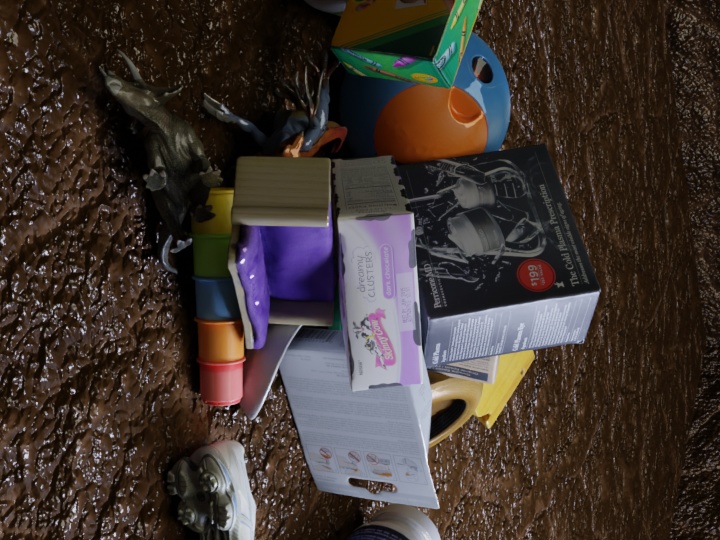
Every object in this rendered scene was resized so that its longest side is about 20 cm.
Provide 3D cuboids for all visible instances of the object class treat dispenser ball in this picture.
[{"bbox_3d":[0.074,-0.190,1.210,0.200,0.199,0.204,-3,94,-62],"label":"treat dispenser ball"}]

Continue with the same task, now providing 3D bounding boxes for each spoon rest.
[{"bbox_3d":[-0.076,0.053,1.046,0.099,0.060,0.202,133,-27,-72],"label":"spoon rest"}]

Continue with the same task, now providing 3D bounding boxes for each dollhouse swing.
[{"bbox_3d":[0.113,0.061,1.369,0.182,0.175,0.201,-51,137,-28],"label":"dollhouse swing"}]

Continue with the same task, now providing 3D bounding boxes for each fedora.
[{"bbox_3d":[0.048,0.160,1.245,0.200,0.200,0.082,33,25,-58],"label":"fedora"}]

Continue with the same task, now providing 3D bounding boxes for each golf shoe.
[{"bbox_3d":[-0.120,0.258,0.988,0.097,0.077,0.203,-30,118,-65],"label":"golf shoe"}]

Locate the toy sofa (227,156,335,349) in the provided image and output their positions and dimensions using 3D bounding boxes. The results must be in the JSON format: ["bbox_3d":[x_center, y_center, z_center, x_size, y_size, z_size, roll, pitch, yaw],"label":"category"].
[{"bbox_3d":[-0.064,-0.007,0.920,0.201,0.082,0.099,91,1,-62],"label":"toy sofa"}]

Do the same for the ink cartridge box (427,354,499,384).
[{"bbox_3d":[0.092,0.017,1.204,0.075,0.163,0.202,85,18,-55],"label":"ink cartridge box"}]

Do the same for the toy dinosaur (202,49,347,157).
[{"bbox_3d":[-0.053,-0.134,1.028,0.200,0.104,0.183,42,38,-38],"label":"toy dinosaur"}]

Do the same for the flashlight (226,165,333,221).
[{"bbox_3d":[-0.058,-0.080,1.101,0.200,0.067,0.069,-12,97,-63],"label":"flashlight"}]

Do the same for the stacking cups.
[{"bbox_3d":[-0.131,0.024,0.972,0.060,0.060,0.203,-10,100,-62],"label":"stacking cups"}]

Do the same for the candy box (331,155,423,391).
[{"bbox_3d":[0.012,-0.004,1.018,0.200,0.071,0.170,-101,-174,-69],"label":"candy box"}]

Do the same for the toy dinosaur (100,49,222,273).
[{"bbox_3d":[-0.157,-0.084,0.895,0.201,0.076,0.103,80,-7,-47],"label":"toy dinosaur"}]

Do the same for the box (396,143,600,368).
[{"bbox_3d":[0.134,-0.017,1.117,0.105,0.180,0.202,89,-10,-55],"label":"box"}]

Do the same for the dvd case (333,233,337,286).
[{"bbox_3d":[0.003,-0.029,1.273,0.201,0.017,0.143,-66,146,-37],"label":"dvd case"}]

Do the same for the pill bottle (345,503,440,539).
[{"bbox_3d":[0.015,0.363,1.204,0.200,0.115,0.117,-41,126,-55],"label":"pill bottle"}]

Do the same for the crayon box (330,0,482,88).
[{"bbox_3d":[0.062,-0.289,1.046,0.058,0.118,0.202,43,64,-59],"label":"crayon box"}]

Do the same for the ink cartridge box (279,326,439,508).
[{"bbox_3d":[0.005,0.159,1.129,0.047,0.158,0.202,-51,134,-48],"label":"ink cartridge box"}]

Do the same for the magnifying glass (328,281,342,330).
[{"bbox_3d":[0.000,0.000,1.230,0.080,0.022,0.202,50,49,-52],"label":"magnifying glass"}]

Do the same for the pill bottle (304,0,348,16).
[{"bbox_3d":[0.013,-0.338,1.184,0.199,0.110,0.113,-10,100,-62],"label":"pill bottle"}]
